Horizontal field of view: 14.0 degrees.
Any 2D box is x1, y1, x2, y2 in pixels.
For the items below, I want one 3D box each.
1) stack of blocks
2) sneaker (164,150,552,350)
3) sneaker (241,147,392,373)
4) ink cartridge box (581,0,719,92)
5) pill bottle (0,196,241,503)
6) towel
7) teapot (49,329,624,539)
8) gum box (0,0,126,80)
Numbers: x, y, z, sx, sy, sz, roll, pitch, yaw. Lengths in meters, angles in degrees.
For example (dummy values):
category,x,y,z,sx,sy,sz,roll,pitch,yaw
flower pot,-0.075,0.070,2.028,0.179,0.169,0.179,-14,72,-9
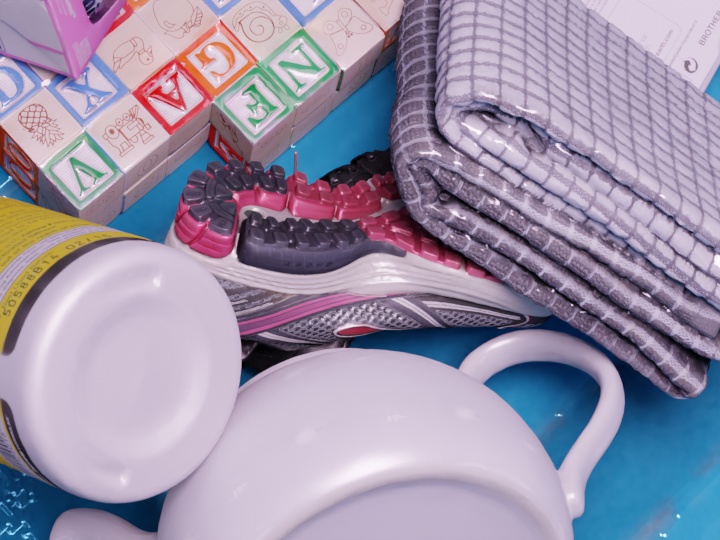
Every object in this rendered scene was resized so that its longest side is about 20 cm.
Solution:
category,x,y,z,sx,sy,sz,roll,pitch,yaw
stack of blocks,-0.080,-0.101,1.411,0.200,0.059,0.115,-40,81,-17
sneaker,0.000,0.000,1.335,0.199,0.075,0.081,7,35,-25
sneaker,-0.035,-0.018,1.391,0.104,0.060,0.200,30,74,-3
ink cartridge box,0.097,-0.160,1.466,0.199,0.042,0.120,32,71,0
pill bottle,-0.150,0.027,1.284,0.111,0.200,0.112,-11,107,-37
towel,0.105,-0.046,1.347,0.199,0.086,0.166,33,26,-15
teapot,-0.004,0.104,1.312,0.199,0.198,0.146,17,28,-30
gum box,-0.187,-0.176,1.378,0.199,0.066,0.114,20,64,20
